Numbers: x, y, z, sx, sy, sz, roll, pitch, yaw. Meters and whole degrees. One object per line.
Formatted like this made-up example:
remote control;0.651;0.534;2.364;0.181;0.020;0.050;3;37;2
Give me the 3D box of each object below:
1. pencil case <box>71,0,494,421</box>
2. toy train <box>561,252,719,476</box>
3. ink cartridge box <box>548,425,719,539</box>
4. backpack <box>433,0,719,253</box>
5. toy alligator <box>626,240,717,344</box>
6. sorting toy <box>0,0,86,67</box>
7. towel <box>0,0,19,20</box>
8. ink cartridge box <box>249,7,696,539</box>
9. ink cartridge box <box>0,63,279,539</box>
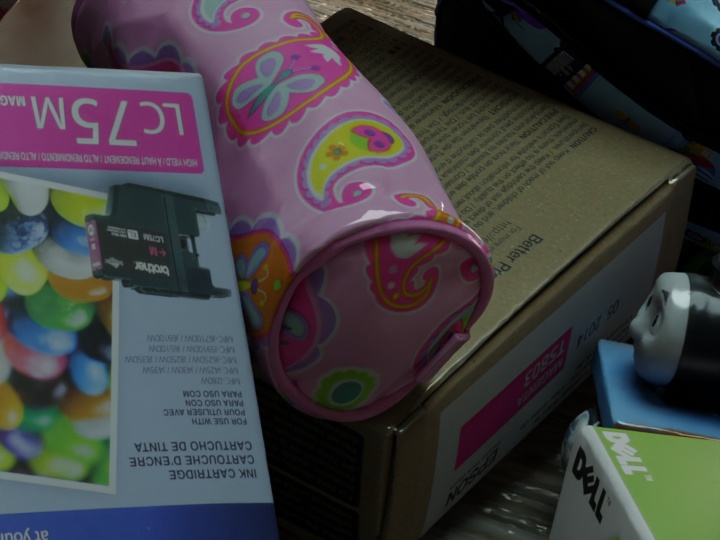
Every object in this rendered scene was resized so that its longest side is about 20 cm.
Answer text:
pencil case;-0.028;-0.040;0.884;0.087;0.088;0.200;0;36;-28
toy train;0.174;0.057;0.936;0.199;0.115;0.087;11;21;-4
ink cartridge box;0.111;0.079;0.735;0.075;0.201;0.148;6;22;-13
backpack;0.135;-0.092;1.042;0.200;0.135;0.183;31;-16;11
toy alligator;0.160;0.029;1.077;0.059;0.054;0.200;-7;28;-38
sorting toy;-0.155;-0.095;1.148;0.199;0.107;0.180;-22;13;-23
towel;-0.208;-0.109;0.962;0.146;0.200;0.030;31;28;-18
ink cartridge box;0.000;0.000;0.961;0.164;0.075;0.200;28;43;25
ink cartridge box;-0.090;0.036;0.785;0.119;0.201;0.042;1;-18;-31
